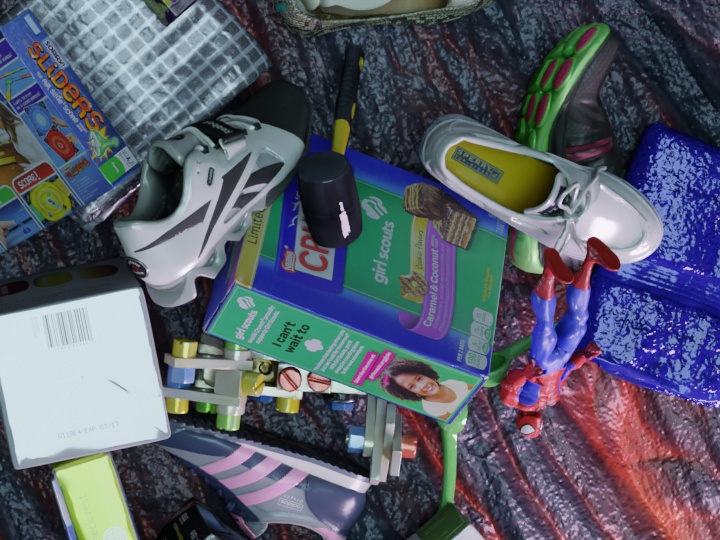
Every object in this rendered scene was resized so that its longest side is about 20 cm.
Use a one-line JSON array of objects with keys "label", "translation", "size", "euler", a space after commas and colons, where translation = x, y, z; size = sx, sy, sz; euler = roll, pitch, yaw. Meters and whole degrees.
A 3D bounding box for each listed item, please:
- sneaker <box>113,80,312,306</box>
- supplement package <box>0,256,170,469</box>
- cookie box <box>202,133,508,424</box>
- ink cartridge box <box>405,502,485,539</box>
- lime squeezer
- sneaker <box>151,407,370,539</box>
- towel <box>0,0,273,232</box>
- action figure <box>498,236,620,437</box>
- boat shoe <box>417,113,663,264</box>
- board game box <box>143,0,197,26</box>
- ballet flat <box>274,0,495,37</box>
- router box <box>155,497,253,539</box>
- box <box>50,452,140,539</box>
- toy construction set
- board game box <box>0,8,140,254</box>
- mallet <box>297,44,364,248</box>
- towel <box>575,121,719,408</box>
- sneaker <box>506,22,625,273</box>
[{"label": "sneaker", "translation": [-0.104, -0.077, 1.573], "size": [0.089, 0.074, 0.200], "euler": [56, 53, -36]}, {"label": "supplement package", "translation": [-0.208, 0.062, 1.596], "size": [0.114, 0.200, 0.110], "euler": [-11, 98, -9]}, {"label": "cookie box", "translation": [0.000, 0.000, 1.642], "size": [0.200, 0.075, 0.171], "euler": [20, 48, -11]}, {"label": "ink cartridge box", "translation": [0.097, 0.292, 1.738], "size": [0.104, 0.059, 0.200], "euler": [-40, 107, -4]}, {"label": "lime squeezer", "translation": [0.101, 0.099, 1.734], "size": [0.071, 0.038, 0.200], "euler": [35, 89, -11]}, {"label": "sneaker", "translation": [-0.094, 0.160, 1.693], "size": [0.200, 0.070, 0.082], "euler": [19, 97, -7]}, {"label": "towel", "translation": [-0.188, -0.147, 1.637], "size": [0.200, 0.086, 0.166], "euler": [-43, 100, -3]}, {"label": "action figure", "translation": [0.145, 0.060, 1.674], "size": [0.065, 0.200, 0.052], "euler": [-19, 57, -25]}, {"label": "boat shoe", "translation": [0.142, -0.054, 1.635], "size": [0.202, 0.086, 0.075], "euler": [27, 99, -15]}, {"label": "board game box", "translation": [-0.112, -0.283, 1.621], "size": [0.120, 0.032, 0.200], "euler": [47, 62, -4]}, {"label": "ballet flat", "translation": [0.035, -0.215, 1.672], "size": [0.200, 0.075, 0.068], "euler": [-13, 97, -8]}, {"label": "router box", "translation": [-0.061, 0.260, 1.667], "size": [0.200, 0.150, 0.062], "euler": [37, 88, -11]}, {"label": "box", "translation": [-0.190, 0.180, 1.611], "size": [0.048, 0.200, 0.122], "euler": [-19, 99, -7]}, {"label": "toy construction set", "translation": [-0.048, 0.087, 1.657], "size": [0.200, 0.131, 0.092], "euler": [20, 95, -3]}, {"label": "board game box", "translation": [-0.260, -0.088, 1.585], "size": [0.135, 0.200, 0.034], "euler": [55, 47, -10]}, {"label": "mallet", "translation": [-0.016, -0.108, 1.621], "size": [0.041, 0.200, 0.066], "euler": [-3, 138, 10]}, {"label": "towel", "translation": [0.258, -0.002, 1.738], "size": [0.148, 0.050, 0.200], "euler": [18, 92, -17]}, {"label": "sneaker", "translation": [0.166, -0.094, 1.713], "size": [0.084, 0.077, 0.200], "euler": [9, 104, -16]}]
